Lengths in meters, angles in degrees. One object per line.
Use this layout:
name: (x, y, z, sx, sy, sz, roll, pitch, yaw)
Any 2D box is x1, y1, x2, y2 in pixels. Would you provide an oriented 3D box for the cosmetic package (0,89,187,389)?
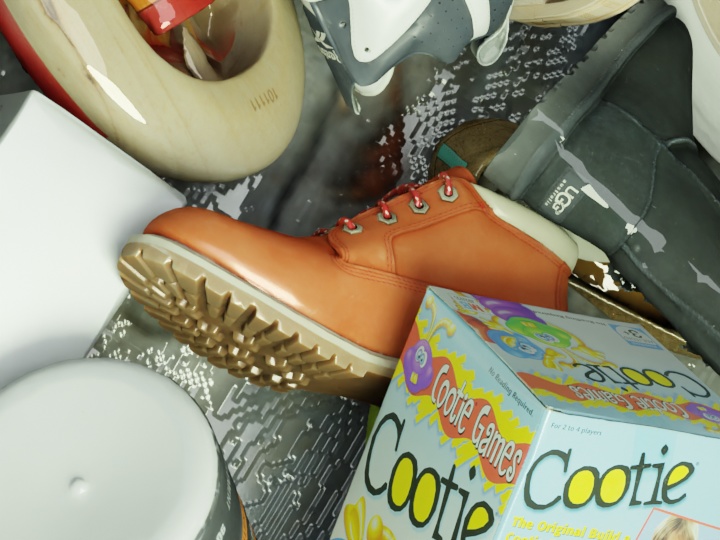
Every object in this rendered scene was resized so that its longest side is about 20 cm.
cosmetic package: (-0.161, 0.031, 1.169, 0.081, 0.113, 0.200, 34, 81, -15)

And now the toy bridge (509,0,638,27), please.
toy bridge: (0.076, -0.134, 1.199, 0.027, 0.200, 0.067, 9, 83, -48)

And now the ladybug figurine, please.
ladybug figurine: (-0.101, -0.122, 1.197, 0.136, 0.072, 0.200, -32, 96, -46)

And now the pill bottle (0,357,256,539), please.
pill bottle: (-0.087, 0.126, 1.136, 0.106, 0.200, 0.107, -5, 58, 7)

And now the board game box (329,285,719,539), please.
board game box: (0.053, 0.123, 1.107, 0.105, 0.103, 0.201, 11, 110, -30)

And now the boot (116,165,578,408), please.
boot: (0.000, 0.000, 1.158, 0.200, 0.075, 0.108, 22, 74, -28)

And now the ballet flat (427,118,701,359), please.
ballet flat: (0.122, -0.006, 1.244, 0.200, 0.072, 0.068, 27, 96, -9)

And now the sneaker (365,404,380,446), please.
sneaker: (0.045, 0.129, 1.224, 0.105, 0.076, 0.201, 13, 84, -10)

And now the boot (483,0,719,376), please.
boot: (0.156, -0.009, 1.175, 0.200, 0.165, 0.066, 40, 126, 3)

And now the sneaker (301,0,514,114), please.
sneaker: (-0.024, -0.126, 1.166, 0.198, 0.080, 0.130, 2, 111, -14)

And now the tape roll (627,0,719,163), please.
tape roll: (0.189, -0.127, 1.195, 0.071, 0.202, 0.203, -23, 92, -28)
